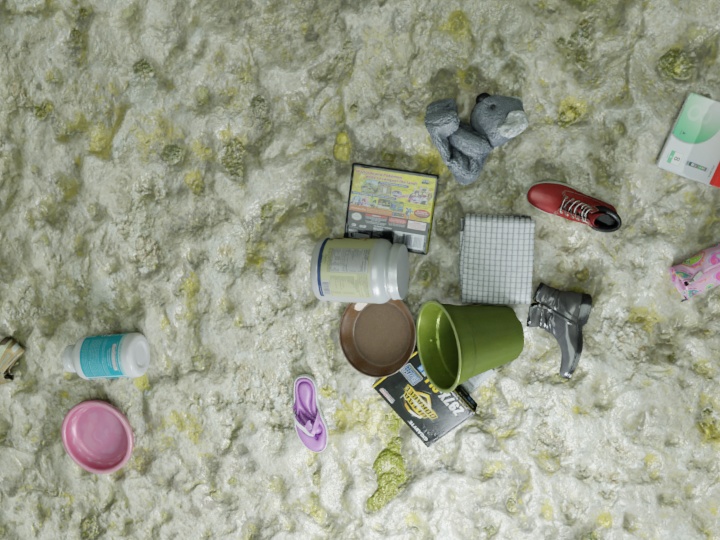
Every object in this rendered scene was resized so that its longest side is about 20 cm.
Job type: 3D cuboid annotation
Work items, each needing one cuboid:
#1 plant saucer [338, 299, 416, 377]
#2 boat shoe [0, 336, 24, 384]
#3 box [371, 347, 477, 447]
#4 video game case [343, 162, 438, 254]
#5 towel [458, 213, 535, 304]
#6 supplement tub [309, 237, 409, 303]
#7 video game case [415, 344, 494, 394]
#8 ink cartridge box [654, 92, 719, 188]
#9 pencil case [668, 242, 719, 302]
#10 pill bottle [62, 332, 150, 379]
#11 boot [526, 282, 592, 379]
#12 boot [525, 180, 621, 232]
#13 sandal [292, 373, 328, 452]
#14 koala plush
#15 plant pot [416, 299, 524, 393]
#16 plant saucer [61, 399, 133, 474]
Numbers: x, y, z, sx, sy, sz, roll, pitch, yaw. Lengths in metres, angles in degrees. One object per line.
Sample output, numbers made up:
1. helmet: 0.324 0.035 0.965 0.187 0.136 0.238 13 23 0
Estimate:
1. plant saucer: 0.044 0.147 1.788 0.199 0.037 0.202 -1 89 28
2. boat shoe: -0.950 0.274 2.023 0.076 0.072 0.201 33 106 -9
3. box: 0.151 0.294 1.802 0.160 0.049 0.200 -41 92 25
4. video game case: 0.068 -0.141 1.752 0.198 0.026 0.182 10 104 10
5. towel: 0.301 -0.029 1.702 0.164 0.086 0.202 2 104 12
6. supplement tub: 0.000 0.000 1.725 0.198 0.145 0.146 2 102 16
7. video game case: 0.195 0.210 1.805 0.200 0.018 0.143 45 107 -1
8. ink cartridge box: 0.734 -0.257 1.584 0.199 0.050 0.162 22 105 8
9. pencil case: 0.752 -0.012 1.614 0.199 0.087 0.088 -27 96 14
10. pill bottle: -0.638 0.215 1.923 0.198 0.111 0.112 -4 101 11
11. boot: 0.431 0.134 1.718 0.130 0.070 0.202 11 92 6
12. boot: 0.446 -0.134 1.617 0.198 0.144 0.073 17 106 9
13. sandal: -0.132 0.356 1.884 0.082 0.050 0.205 -9 100 13
14. koala plush: 0.258 -0.297 1.616 0.199 0.178 0.185 -25 108 15
15. plant pot: 0.250 0.152 1.685 0.188 0.200 0.202 -8 102 -21
16. plant saucer: -0.679 0.429 2.009 0.199 0.051 0.203 2 103 10
